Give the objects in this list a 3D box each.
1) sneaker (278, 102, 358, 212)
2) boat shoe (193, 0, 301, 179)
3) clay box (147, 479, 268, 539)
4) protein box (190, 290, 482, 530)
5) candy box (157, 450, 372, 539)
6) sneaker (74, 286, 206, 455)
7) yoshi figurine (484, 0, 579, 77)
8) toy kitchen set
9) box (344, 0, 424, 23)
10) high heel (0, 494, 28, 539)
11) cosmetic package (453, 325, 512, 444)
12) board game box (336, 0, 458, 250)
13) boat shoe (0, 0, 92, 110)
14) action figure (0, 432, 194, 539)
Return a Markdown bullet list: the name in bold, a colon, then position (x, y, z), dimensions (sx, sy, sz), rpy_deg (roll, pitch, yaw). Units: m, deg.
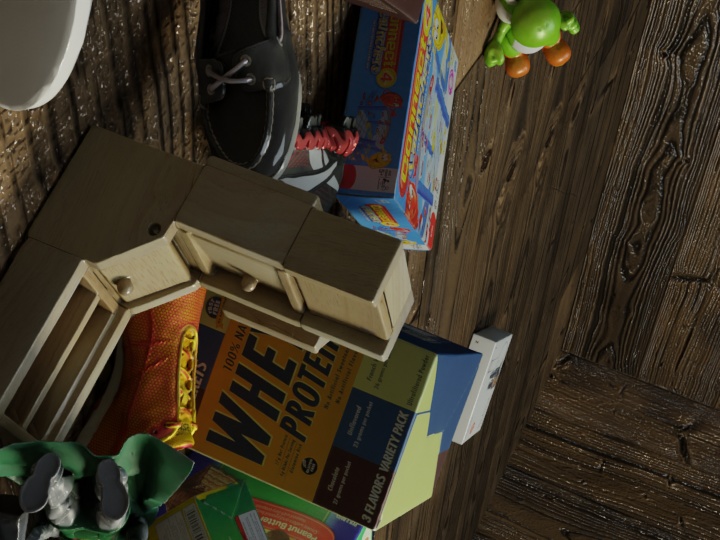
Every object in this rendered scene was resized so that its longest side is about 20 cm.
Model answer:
- **sneaker**: position (-0.059, -0.075, 0.873), dimensions (0.200, 0.070, 0.099), rpy_deg (-16, 123, -72)
- **boat shoe**: position (-0.073, -0.148, 0.693), dimensions (0.057, 0.066, 0.202), rpy_deg (31, 55, -57)
- **clay box**: position (-0.126, 0.229, 0.781), dimensions (0.047, 0.116, 0.200), rpy_deg (-11, 163, -45)
- **protein box**: position (-0.031, 0.093, 0.934), dimensions (0.198, 0.198, 0.136), rpy_deg (14, 97, -74)
- **candy box**: position (-0.105, 0.253, 0.939), dimensions (0.077, 0.168, 0.201), rpy_deg (88, 27, -46)
- **sneaker**: position (-0.136, 0.080, 0.799), dimensions (0.073, 0.077, 0.202), rpy_deg (19, 90, -72)
- **yoshi figurine**: position (0.213, -0.296, 1.454), dimensions (0.113, 0.111, 0.200), rpy_deg (-61, 160, -6)
- **toy kitchen set**: position (-0.090, 0.054, 0.689), dimensions (0.182, 0.198, 0.163), rpy_deg (-64, 162, -20)
- **box**: position (0.003, -0.256, 0.861), dimensions (0.200, 0.074, 0.101), rpy_deg (0, 109, -71)
- **high heel**: position (-0.236, 0.224, 0.638), dimensions (0.200, 0.071, 0.144), rpy_deg (-44, 145, -75)
- **cosmetic package**: position (0.216, 0.211, 2.173), dimensions (0.151, 0.051, 0.202), rpy_deg (-8, 117, -69)
- **board game box**: position (0.037, -0.137, 1.064), dimensions (0.196, 0.055, 0.202), rpy_deg (42, 55, -73)
- **boat shoe**: position (-0.137, -0.174, 0.521), dimensions (0.068, 0.071, 0.202), rpy_deg (-34, 132, -63)
- **action figure**: position (-0.157, 0.140, 0.679), dimensions (0.200, 0.117, 0.055), rpy_deg (110, -13, -67)
